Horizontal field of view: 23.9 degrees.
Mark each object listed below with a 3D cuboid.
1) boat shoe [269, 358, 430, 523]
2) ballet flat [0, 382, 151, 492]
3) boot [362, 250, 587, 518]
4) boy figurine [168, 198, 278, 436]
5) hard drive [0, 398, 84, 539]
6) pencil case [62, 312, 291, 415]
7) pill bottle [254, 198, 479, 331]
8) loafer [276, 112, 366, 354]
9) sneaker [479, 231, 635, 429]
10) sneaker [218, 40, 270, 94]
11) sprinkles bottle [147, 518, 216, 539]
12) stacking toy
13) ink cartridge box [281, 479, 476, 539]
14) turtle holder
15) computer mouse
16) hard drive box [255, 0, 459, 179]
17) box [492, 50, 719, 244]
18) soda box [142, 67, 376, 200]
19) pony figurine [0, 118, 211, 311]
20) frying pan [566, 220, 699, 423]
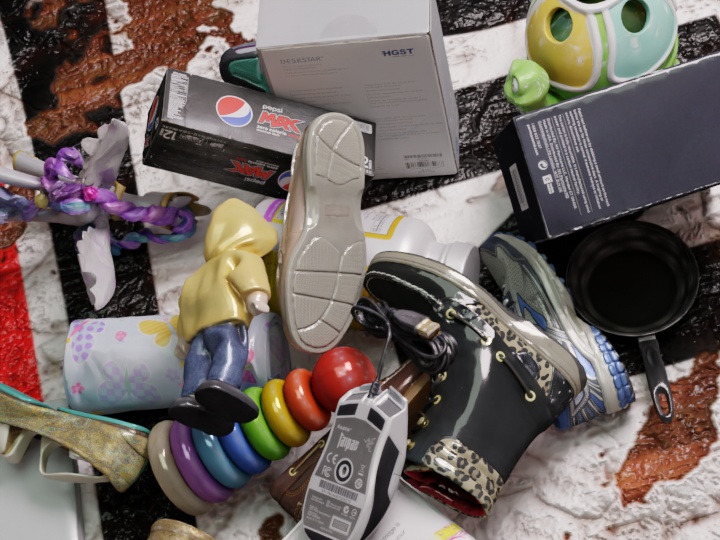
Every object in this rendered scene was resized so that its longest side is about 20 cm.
[{"bbox_3d":[0.005,0.128,1.422,0.070,0.071,0.200,34,69,24],"label":"boat shoe"},{"bbox_3d":[-0.271,0.140,1.448,0.198,0.071,0.071,16,62,20],"label":"ballet flat"},{"bbox_3d":[0.061,0.087,1.353,0.203,0.074,0.154,32,64,11],"label":"boot"},{"bbox_3d":[-0.112,0.034,1.393,0.124,0.064,0.201,-35,37,41],"label":"boy figurine"},{"bbox_3d":[-0.304,0.214,1.458,0.131,0.026,0.201,-14,55,3],"label":"hard drive"},{"bbox_3d":[-0.158,0.083,1.479,0.198,0.091,0.083,-1,35,10],"label":"pencil case"},{"bbox_3d":[0.000,0.000,1.487,0.198,0.105,0.105,9,59,17],"label":"pill bottle"},{"bbox_3d":[-0.035,-0.029,1.423,0.071,0.063,0.202,10,82,-25],"label":"loafer"},{"bbox_3d":[0.147,0.050,1.443,0.085,0.077,0.201,-31,56,-5],"label":"sneaker"},{"bbox_3d":[-0.037,-0.209,1.660,0.198,0.075,0.088,2,47,0],"label":"sneaker"},{"bbox_3d":[-0.175,0.300,1.350,0.068,0.068,0.201,13,60,19],"label":"sprinkles bottle"},{"bbox_3d":[-0.074,0.123,1.401,0.199,0.085,0.086,-29,54,14],"label":"stacking toy"},{"bbox_3d":[0.033,0.265,1.319,0.199,0.084,0.145,36,70,29],"label":"ink cartridge box"},{"bbox_3d":[0.205,-0.220,1.571,0.184,0.132,0.142,-19,56,-1],"label":"turtle holder"},{"bbox_3d":[0.010,0.126,1.313,0.109,0.044,0.202,16,86,45],"label":"computer mouse"},{"bbox_3d":[0.002,-0.171,1.539,0.154,0.201,0.077,-3,57,9],"label":"hard drive box"},{"bbox_3d":[0.218,-0.098,1.437,0.181,0.200,0.105,-17,89,-1],"label":"box"},{"bbox_3d":[-0.089,-0.112,1.506,0.198,0.071,0.064,14,54,-16],"label":"soda box"},{"bbox_3d":[-0.252,-0.063,1.545,0.198,0.193,0.168,10,99,12],"label":"pony figurine"},{"bbox_3d":[0.254,0.036,1.454,0.114,0.031,0.191,-29,60,-8],"label":"frying pan"}]
